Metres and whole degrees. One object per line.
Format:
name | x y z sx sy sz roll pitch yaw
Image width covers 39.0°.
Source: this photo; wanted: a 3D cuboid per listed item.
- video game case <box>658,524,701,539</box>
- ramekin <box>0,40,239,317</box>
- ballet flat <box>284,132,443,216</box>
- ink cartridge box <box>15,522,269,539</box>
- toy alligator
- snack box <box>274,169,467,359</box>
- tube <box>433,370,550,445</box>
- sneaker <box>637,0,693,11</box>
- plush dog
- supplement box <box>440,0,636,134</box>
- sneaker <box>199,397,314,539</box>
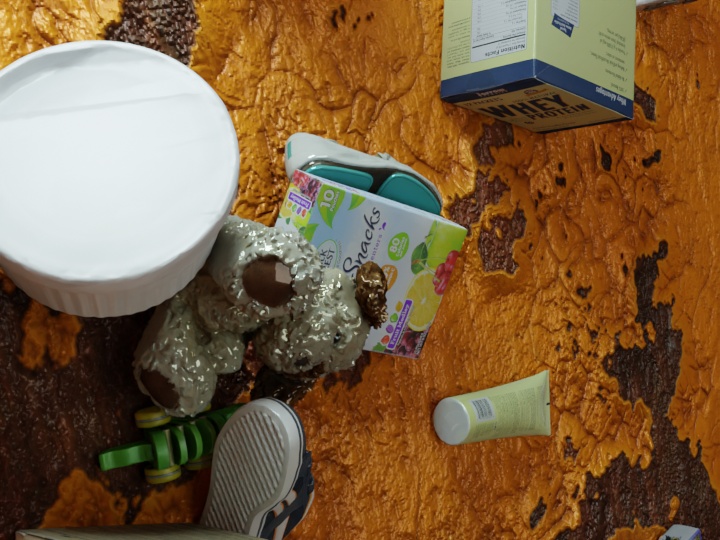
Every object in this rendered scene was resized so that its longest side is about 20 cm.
video game case | 0.419 0.481 1.382 0.180 0.045 0.203 -24 105 -40
ramekin | -0.188 -0.060 0.741 0.199 0.095 0.205 5 61 -8
ballet flat | 0.005 -0.094 1.003 0.198 0.069 0.071 13 79 -42
ink cartridge box | -0.141 0.237 0.751 0.163 0.198 0.077 9 81 -42
toy alligator | -0.127 0.136 0.869 0.198 0.054 0.060 -12 97 -43
snack box | 0.000 0.000 0.969 0.198 0.053 0.144 14 99 -42
tube | 0.161 0.161 1.154 0.198 0.052 0.058 -2 131 -47
sneaker | 0.444 -0.425 1.419 0.198 0.077 0.101 -20 98 -43
plush dog | -0.071 0.032 0.840 0.171 0.200 0.162 32 30 -28
supplement box | 0.205 -0.280 1.151 0.198 0.133 0.204 9 82 -43
sneaker | -0.079 0.169 0.852 0.079 0.078 0.202 -26 150 -44
